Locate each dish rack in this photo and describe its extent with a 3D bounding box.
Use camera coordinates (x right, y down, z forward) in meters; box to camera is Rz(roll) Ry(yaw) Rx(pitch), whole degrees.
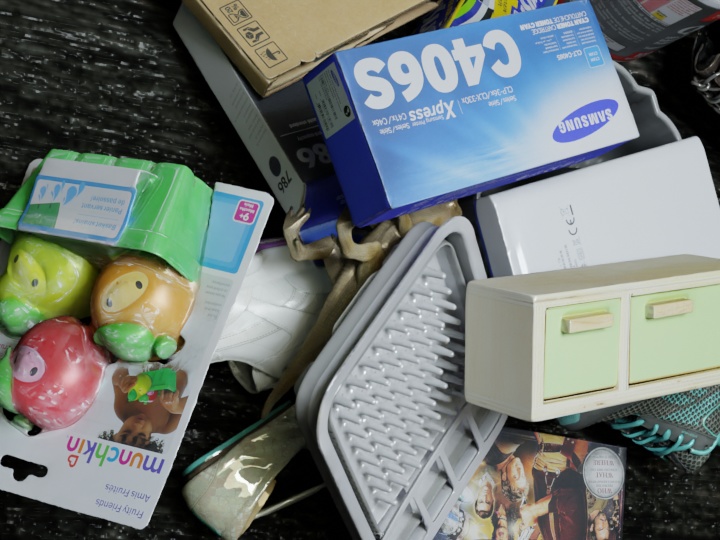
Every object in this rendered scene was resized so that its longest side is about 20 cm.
[{"bbox_3d":[0.026,0.077,0.891,0.172,0.043,0.201,-53,145,-27],"label":"dish rack"}]

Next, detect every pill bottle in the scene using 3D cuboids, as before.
[{"bbox_3d":[0.233,-0.233,1.054,0.115,0.200,0.117,5,79,-26],"label":"pill bottle"}]

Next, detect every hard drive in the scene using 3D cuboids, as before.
[{"bbox_3d":[0.173,-0.007,0.989,0.199,0.025,0.133,-17,92,-34],"label":"hard drive"}]

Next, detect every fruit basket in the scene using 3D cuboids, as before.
[{"bbox_3d":[-0.160,0.030,0.826,0.094,0.184,0.201,54,53,-51],"label":"fruit basket"}]

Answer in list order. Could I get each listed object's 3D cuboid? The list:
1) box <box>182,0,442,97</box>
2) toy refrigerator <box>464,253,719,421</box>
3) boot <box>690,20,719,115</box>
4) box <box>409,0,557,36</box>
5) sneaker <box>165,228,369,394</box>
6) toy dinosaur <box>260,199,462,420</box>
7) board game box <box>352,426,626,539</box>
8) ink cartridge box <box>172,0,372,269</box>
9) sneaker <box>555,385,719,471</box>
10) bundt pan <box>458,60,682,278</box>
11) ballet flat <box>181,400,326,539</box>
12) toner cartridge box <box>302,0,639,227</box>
[{"bbox_3d":[-0.061,-0.222,0.961,0.163,0.021,0.200,-31,73,-30],"label":"box"},{"bbox_3d":[0.162,0.039,0.911,0.198,0.070,0.077,-6,101,-35],"label":"toy refrigerator"},{"bbox_3d":[0.302,-0.103,1.116,0.174,0.069,0.202,36,55,-37],"label":"boot"},{"bbox_3d":[0.081,-0.166,0.997,0.064,0.070,0.201,44,41,-13],"label":"box"},{"bbox_3d":[-0.044,0.024,0.949,0.198,0.075,0.101,-6,103,-28],"label":"sneaker"},{"bbox_3d":[0.000,0.000,0.886,0.200,0.058,0.101,-48,128,-19],"label":"toy dinosaur"},{"bbox_3d":[0.090,0.176,0.999,0.198,0.035,0.137,11,76,-25],"label":"board game box"},{"bbox_3d":[-0.033,-0.104,0.945,0.099,0.039,0.201,-20,71,-36],"label":"ink cartridge box"},{"bbox_3d":[0.220,0.100,1.041,0.199,0.077,0.092,-8,83,-37],"label":"sneaker"},{"bbox_3d":[0.142,-0.050,1.039,0.200,0.076,0.204,5,80,-30],"label":"bundt pan"},{"bbox_3d":[-0.025,0.101,0.935,0.199,0.068,0.063,-37,81,-19],"label":"ballet flat"},{"bbox_3d":[0.070,-0.097,0.870,0.199,0.043,0.096,-18,87,-33],"label":"toner cartridge box"}]
